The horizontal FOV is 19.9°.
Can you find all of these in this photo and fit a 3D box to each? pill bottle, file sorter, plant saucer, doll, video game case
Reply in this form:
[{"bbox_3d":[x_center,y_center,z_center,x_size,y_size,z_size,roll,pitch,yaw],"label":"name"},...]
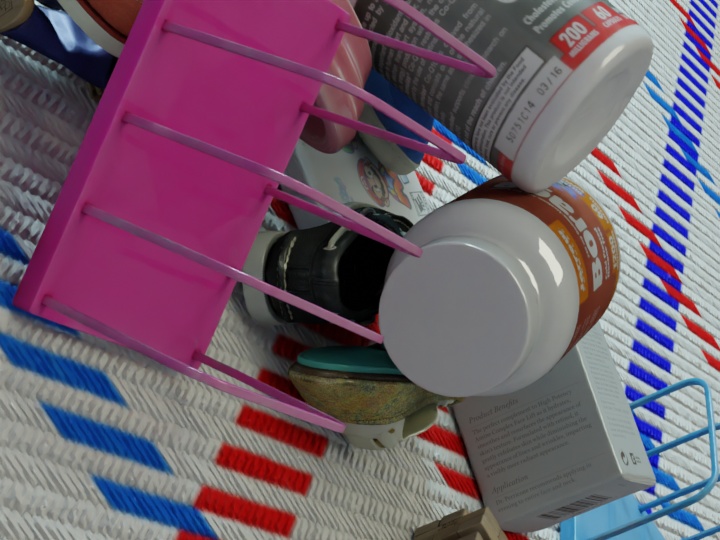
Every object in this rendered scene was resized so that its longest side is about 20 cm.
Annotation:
[{"bbox_3d":[0.058,-0.147,1.176,0.200,0.114,0.114,40,17,15],"label":"pill bottle"},{"bbox_3d":[-0.040,-0.040,0.967,0.139,0.125,0.200,26,87,-57],"label":"file sorter"},{"bbox_3d":[-0.058,-0.159,1.156,0.201,0.051,0.201,50,-8,10],"label":"plant saucer"},{"bbox_3d":[0.079,0.009,1.176,0.112,0.112,0.200,64,20,-2],"label":"pill bottle"},{"bbox_3d":[0.246,0.200,1.489,0.200,0.122,0.139,53,25,-28],"label":"file sorter"},{"bbox_3d":[-0.122,-0.119,1.072,0.200,0.048,0.137,17,44,-51],"label":"doll"},{"bbox_3d":[-0.028,-0.113,1.339,0.182,0.024,0.200,-9,75,-67],"label":"video game case"}]

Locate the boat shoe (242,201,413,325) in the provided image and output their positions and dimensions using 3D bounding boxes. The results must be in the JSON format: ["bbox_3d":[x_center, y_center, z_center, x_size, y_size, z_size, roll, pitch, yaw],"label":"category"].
[{"bbox_3d":[0.000,0.000,1.212,0.200,0.060,0.076,-26,113,-64],"label":"boat shoe"}]

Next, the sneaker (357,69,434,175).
[{"bbox_3d":[0.044,-0.163,1.373,0.077,0.111,0.200,42,31,-42],"label":"sneaker"}]

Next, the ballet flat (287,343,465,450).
[{"bbox_3d":[0.016,0.071,1.202,0.071,0.071,0.200,66,24,4],"label":"ballet flat"}]

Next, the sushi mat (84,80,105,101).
[{"bbox_3d":[-0.155,-0.181,1.142,0.096,0.012,0.201,3,64,-65],"label":"sushi mat"}]

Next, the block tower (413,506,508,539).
[{"bbox_3d":[0.045,0.202,1.131,0.058,0.054,0.200,58,23,-14],"label":"block tower"}]

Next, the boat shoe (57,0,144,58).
[{"bbox_3d":[-0.153,-0.195,0.988,0.200,0.063,0.071,50,27,-4],"label":"boat shoe"}]

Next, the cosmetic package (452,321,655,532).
[{"bbox_3d":[0.111,0.064,1.364,0.074,0.101,0.201,20,50,-61],"label":"cosmetic package"}]
